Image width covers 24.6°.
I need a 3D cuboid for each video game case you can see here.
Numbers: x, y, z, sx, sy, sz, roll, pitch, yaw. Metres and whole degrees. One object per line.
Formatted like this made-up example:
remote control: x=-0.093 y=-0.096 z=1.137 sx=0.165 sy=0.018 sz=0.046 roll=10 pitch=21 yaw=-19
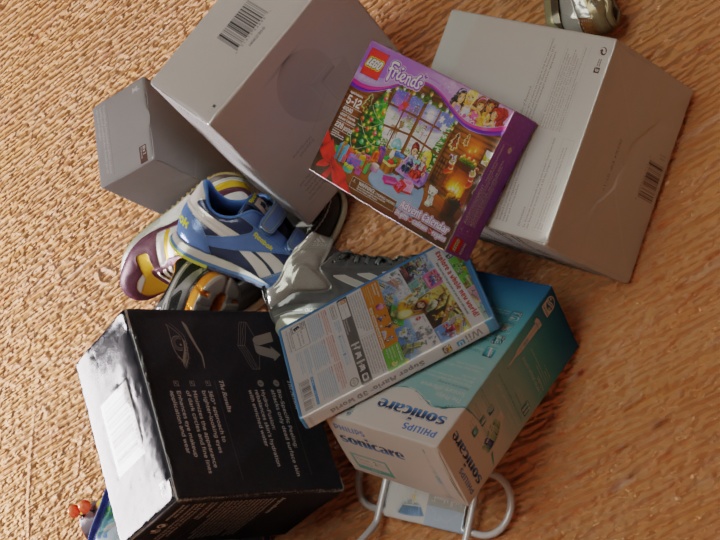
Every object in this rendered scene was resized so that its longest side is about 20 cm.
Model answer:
video game case: x=0.022 y=0.054 z=1.529 sx=0.198 sy=0.018 sz=0.144 roll=-28 pitch=33 yaw=6

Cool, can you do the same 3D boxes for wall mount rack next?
wall mount rack: x=0.044 y=0.233 z=1.569 sx=0.198 sy=0.074 sz=0.176 roll=6 pitch=79 yaw=43

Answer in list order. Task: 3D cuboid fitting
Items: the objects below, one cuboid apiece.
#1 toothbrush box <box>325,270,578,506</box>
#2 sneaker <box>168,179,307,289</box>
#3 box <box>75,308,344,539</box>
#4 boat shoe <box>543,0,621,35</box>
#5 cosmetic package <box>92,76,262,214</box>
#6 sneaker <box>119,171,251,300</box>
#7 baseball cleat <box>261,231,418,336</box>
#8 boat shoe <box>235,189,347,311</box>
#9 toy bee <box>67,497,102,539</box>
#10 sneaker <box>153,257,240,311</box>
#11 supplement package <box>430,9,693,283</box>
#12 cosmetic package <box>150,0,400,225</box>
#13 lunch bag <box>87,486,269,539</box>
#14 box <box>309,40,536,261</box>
toothbrush box: x=0.084 y=0.100 z=1.516 sx=0.145 sy=0.086 sz=0.200 roll=11 pitch=51 yaw=42
sneaker: x=-0.094 y=-0.029 z=1.679 sx=0.074 sy=0.198 sz=0.083 roll=-76 pitch=5 yaw=-73
box: x=-0.147 y=0.151 z=1.598 sx=0.117 sy=0.198 sz=0.199 roll=-42 pitch=57 yaw=42
boat shoe: x=0.217 y=-0.317 z=1.617 sx=0.068 sy=0.074 sz=0.203 roll=-12 pitch=75 yaw=31
cosmetic package: x=-0.196 y=-0.119 z=1.814 sx=0.090 sy=0.199 sz=0.108 roll=-27 pitch=58 yaw=30
sneaker: x=-0.186 y=-0.016 z=1.776 sx=0.200 sy=0.074 sz=0.091 roll=-43 pitch=49 yaw=27
baseball cleat: x=0.000 y=0.000 z=1.625 sx=0.198 sy=0.070 sz=0.108 roll=-24 pitch=94 yaw=-9
boat shoe: x=-0.097 y=-0.022 z=1.789 sx=0.201 sy=0.060 sz=0.072 roll=-43 pitch=52 yaw=22
toy bee: x=-0.275 y=0.294 z=1.804 sx=0.131 sy=0.108 sz=0.201 roll=-46 pitch=51 yaw=21
sneaker: x=-0.191 y=0.077 z=1.728 sx=0.077 sy=0.078 sz=0.202 roll=42 pitch=111 yaw=39
supplement package: x=0.166 y=-0.116 z=1.534 sx=0.199 sy=0.146 sz=0.193 roll=19 pitch=88 yaw=43
cosmetic package: x=-0.072 y=-0.194 z=1.707 sx=0.200 sy=0.200 sz=0.123 roll=-50 pitch=46 yaw=-5
lunch bag: x=-0.179 y=0.263 z=1.686 sx=0.126 sy=0.169 sz=0.203 roll=-2 pitch=75 yaw=42
box: x=0.052 y=-0.112 z=1.504 sx=0.199 sy=0.039 sz=0.138 roll=32 pitch=97 yaw=42
